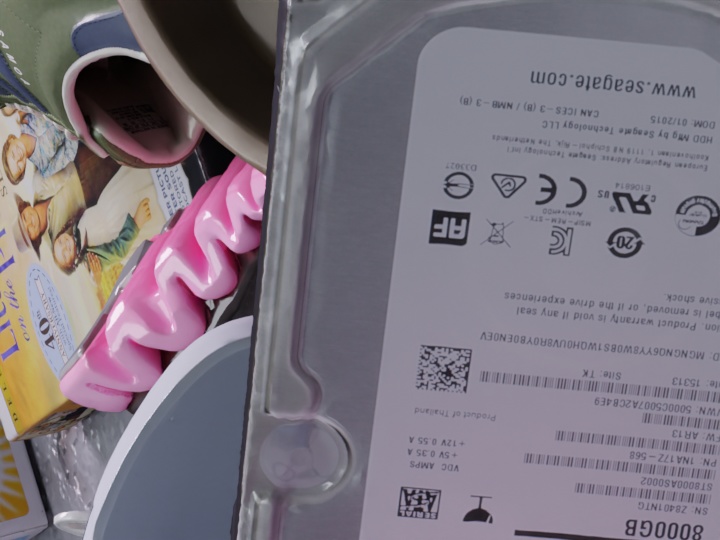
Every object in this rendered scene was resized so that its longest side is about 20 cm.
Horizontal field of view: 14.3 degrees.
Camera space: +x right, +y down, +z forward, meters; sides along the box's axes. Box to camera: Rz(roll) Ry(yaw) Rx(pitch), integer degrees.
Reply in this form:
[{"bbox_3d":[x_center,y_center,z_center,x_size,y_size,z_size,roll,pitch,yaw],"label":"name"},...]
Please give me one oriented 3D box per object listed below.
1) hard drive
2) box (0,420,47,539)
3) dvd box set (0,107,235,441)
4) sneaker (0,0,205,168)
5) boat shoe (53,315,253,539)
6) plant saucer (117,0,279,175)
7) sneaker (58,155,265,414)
[{"bbox_3d":[0.045,0.017,0.619,0.038,0.140,0.200,-91,7,-62],"label":"hard drive"},{"bbox_3d":[-0.213,0.028,1.099,0.101,0.112,0.200,-28,78,56],"label":"box"},{"bbox_3d":[-0.093,-0.037,0.962,0.200,0.029,0.146,-32,74,57],"label":"dvd box set"},{"bbox_3d":[-0.085,-0.064,0.846,0.090,0.067,0.200,57,155,3],"label":"sneaker"},{"bbox_3d":[-0.051,0.099,0.818,0.086,0.075,0.202,-123,43,-68],"label":"boat shoe"},{"bbox_3d":[0.027,-0.109,0.657,0.200,0.029,0.200,-2,86,26],"label":"plant saucer"},{"bbox_3d":[0.000,0.000,0.803,0.095,0.079,0.200,41,135,-7],"label":"sneaker"}]
